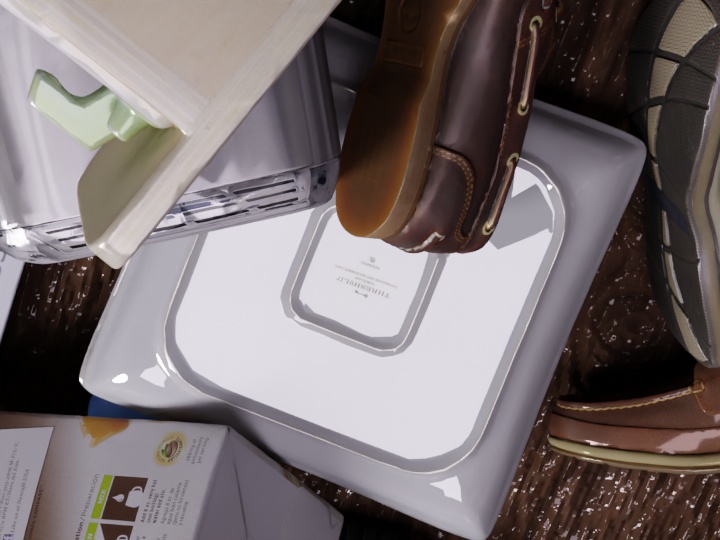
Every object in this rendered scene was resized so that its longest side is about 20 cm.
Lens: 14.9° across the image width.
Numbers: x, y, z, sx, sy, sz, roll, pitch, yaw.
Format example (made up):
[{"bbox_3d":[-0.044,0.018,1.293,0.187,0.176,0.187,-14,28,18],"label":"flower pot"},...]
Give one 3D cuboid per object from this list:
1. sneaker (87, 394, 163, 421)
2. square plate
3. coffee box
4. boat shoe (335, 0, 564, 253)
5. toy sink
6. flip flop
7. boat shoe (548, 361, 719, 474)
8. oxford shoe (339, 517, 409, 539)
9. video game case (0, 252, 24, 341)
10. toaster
[{"bbox_3d":[-0.045,0.020,1.276,0.200,0.066,0.078,-21,117,14],"label":"sneaker"},{"bbox_3d":[0.000,0.000,1.216,0.200,0.028,0.198,21,101,-3],"label":"square plate"},{"bbox_3d":[-0.126,0.122,1.275,0.200,0.080,0.114,2,155,31],"label":"coffee box"},{"bbox_3d":[0.048,-0.104,1.154,0.070,0.070,0.200,10,105,-33],"label":"boat shoe"},{"bbox_3d":[-0.074,-0.121,1.004,0.112,0.130,0.200,38,96,-14],"label":"toy sink"},{"bbox_3d":[0.160,-0.044,1.216,0.058,0.081,0.200,-18,127,-11],"label":"flip flop"},{"bbox_3d":[0.187,0.058,1.298,0.200,0.072,0.068,-4,94,14],"label":"boat shoe"},{"bbox_3d":[-0.053,0.170,1.391,0.200,0.073,0.084,-2,143,6],"label":"oxford shoe"},{"bbox_3d":[-0.254,0.012,1.245,0.200,0.023,0.182,0,137,-23],"label":"video game case"},{"bbox_3d":[-0.086,-0.081,1.135,0.200,0.114,0.129,-12,99,-2],"label":"toaster"}]
